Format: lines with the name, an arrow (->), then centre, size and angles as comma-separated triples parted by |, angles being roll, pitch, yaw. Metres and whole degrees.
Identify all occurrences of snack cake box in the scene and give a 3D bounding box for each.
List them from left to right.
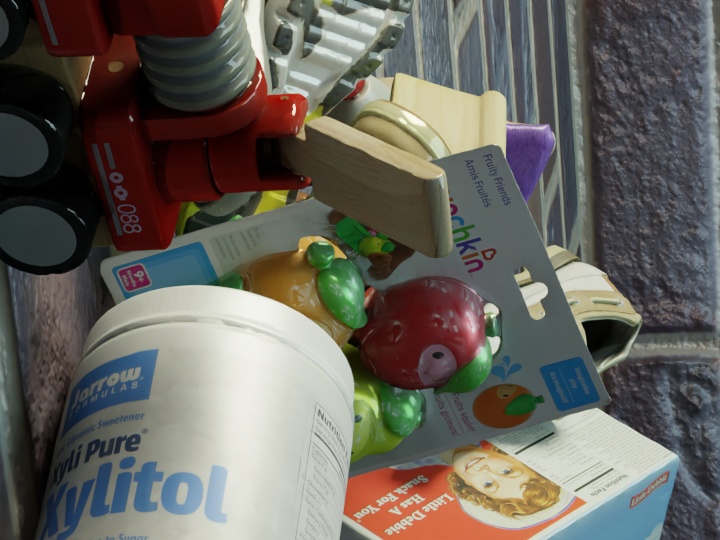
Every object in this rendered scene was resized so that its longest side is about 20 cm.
snack cake box -> 0.068, 0.136, 1.454 | 0.199, 0.115, 0.068 | -25, 135, -43

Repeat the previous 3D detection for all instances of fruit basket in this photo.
fruit basket -> 0.001, 0.037, 1.272 | 0.094, 0.199, 0.186 | -87, 158, -45

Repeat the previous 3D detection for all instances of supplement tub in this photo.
supplement tub -> -0.075, 0.122, 1.144 | 0.132, 0.131, 0.201 | 76, 15, -47

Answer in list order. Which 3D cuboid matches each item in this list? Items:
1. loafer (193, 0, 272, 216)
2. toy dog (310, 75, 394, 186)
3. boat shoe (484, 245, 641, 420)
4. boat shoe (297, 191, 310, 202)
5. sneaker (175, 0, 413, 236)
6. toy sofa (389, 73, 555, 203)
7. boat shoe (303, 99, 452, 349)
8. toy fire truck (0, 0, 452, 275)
loafer -> -0.086, -0.122, 1.253 | 0.069, 0.075, 0.201 | 17, 47, -36
toy dog -> -0.025, -0.095, 1.616 | 0.132, 0.096, 0.201 | -75, 146, -47
boat shoe -> 0.093, 0.046, 1.469 | 0.200, 0.068, 0.075 | -38, 151, -51
boat shoe -> -0.054, 0.009, 1.433 | 0.200, 0.067, 0.072 | -72, 158, -60
sneaker -> -0.048, -0.103, 1.305 | 0.074, 0.085, 0.201 | 25, 99, -43
toy sofa -> 0.035, 0.003, 1.463 | 0.083, 0.097, 0.201 | -81, -171, -61
boat shoe -> 0.000, 0.000, 1.334 | 0.063, 0.073, 0.201 | -44, 158, -37
toy fire truck -> -0.062, -0.077, 1.052 | 0.129, 0.199, 0.177 | -81, 165, -45
